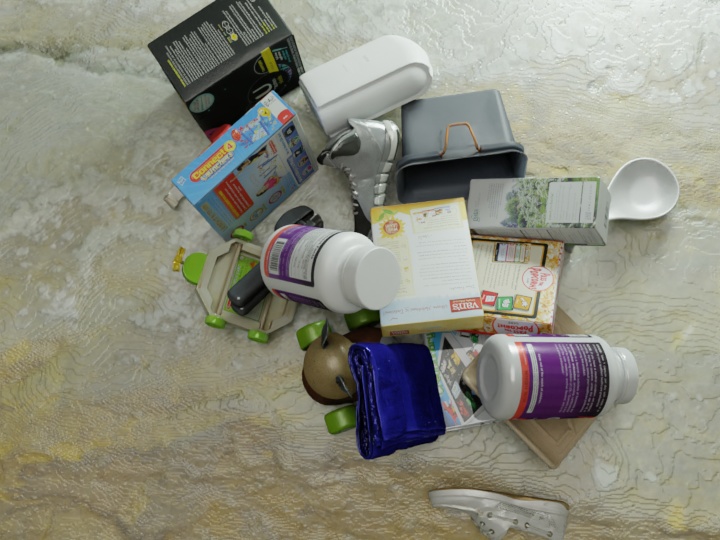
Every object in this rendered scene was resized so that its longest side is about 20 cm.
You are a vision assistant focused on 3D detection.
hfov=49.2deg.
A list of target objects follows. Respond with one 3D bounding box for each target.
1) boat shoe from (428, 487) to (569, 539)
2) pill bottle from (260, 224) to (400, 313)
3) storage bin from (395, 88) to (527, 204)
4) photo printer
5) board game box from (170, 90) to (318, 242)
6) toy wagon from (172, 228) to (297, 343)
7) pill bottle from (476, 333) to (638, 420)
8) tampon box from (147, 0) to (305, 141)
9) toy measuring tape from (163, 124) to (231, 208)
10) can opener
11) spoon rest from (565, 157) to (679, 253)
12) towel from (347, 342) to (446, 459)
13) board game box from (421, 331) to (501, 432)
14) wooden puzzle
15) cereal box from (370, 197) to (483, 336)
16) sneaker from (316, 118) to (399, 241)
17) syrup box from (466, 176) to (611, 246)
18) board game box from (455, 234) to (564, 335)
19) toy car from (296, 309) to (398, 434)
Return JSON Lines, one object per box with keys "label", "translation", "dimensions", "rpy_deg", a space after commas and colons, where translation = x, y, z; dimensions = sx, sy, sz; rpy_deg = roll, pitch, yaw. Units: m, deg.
{"label": "boat shoe", "translation": [0.191, 0.347, 1.104], "dimensions": [0.198, 0.071, 0.070], "rpy_deg": [7, 75, 6]}
{"label": "pill bottle", "translation": [-0.041, -0.001, 1.088], "dimensions": [0.199, 0.111, 0.112], "rpy_deg": [11, 74, 48]}
{"label": "storage bin", "translation": [0.146, -0.202, 1.217], "dimensions": [0.198, 0.146, 0.135], "rpy_deg": [-8, 65, 4]}
{"label": "photo printer", "translation": [0.012, -0.300, 1.244], "dimensions": [0.199, 0.070, 0.167], "rpy_deg": [-25, 35, 0]}
{"label": "board game box", "translation": [-0.167, -0.147, 1.194], "dimensions": [0.196, 0.200, 0.056], "rpy_deg": [-43, 74, -6]}
{"label": "toy wagon", "translation": [-0.190, 0.016, 1.200], "dimensions": [0.199, 0.040, 0.156], "rpy_deg": [20, 71, -14]}
{"label": "pill bottle", "translation": [0.264, 0.142, 1.055], "dimensions": [0.198, 0.112, 0.113], "rpy_deg": [2, 76, -13]}
{"label": "tampon box", "translation": [-0.209, -0.335, 1.270], "dimensions": [0.199, 0.150, 0.127], "rpy_deg": [-34, 75, -3]}
{"label": "toy measuring tape", "translation": [-0.235, -0.174, 1.271], "dimensions": [0.074, 0.074, 0.200], "rpy_deg": [42, 81, 13]}
{"label": "can opener", "translation": [-0.133, -0.021, 1.189], "dimensions": [0.067, 0.054, 0.200], "rpy_deg": [34, 64, 24]}
{"label": "spoon rest", "translation": [0.395, -0.099, 1.200], "dimensions": [0.199, 0.061, 0.100], "rpy_deg": [-33, 76, -2]}
{"label": "towel", "translation": [0.056, 0.171, 1.073], "dimensions": [0.049, 0.200, 0.149], "rpy_deg": [-10, 80, 29]}
{"label": "board game box", "translation": [0.163, 0.131, 1.179], "dimensions": [0.125, 0.035, 0.202], "rpy_deg": [-10, 76, 2]}
{"label": "wooden puzzle", "translation": [0.263, 0.155, 1.137], "dimensions": [0.185, 0.046, 0.200], "rpy_deg": [45, 66, 4]}
{"label": "cereal box", "translation": [0.091, -0.007, 1.122], "dimensions": [0.143, 0.040, 0.201], "rpy_deg": [-5, 59, 2]}
{"label": "sneaker", "translation": [-0.017, -0.138, 1.204], "dimensions": [0.115, 0.075, 0.202], "rpy_deg": [8, 102, -16]}
{"label": "syrup box", "translation": [0.261, -0.087, 1.168], "dimensions": [0.199, 0.081, 0.079], "rpy_deg": [2, 74, 30]}
{"label": "board game box", "translation": [0.189, 0.020, 1.151], "dimensions": [0.198, 0.046, 0.152], "rpy_deg": [6, 54, 19]}
{"label": "toy car", "translation": [-0.018, 0.129, 1.112], "dimensions": [0.157, 0.200, 0.165], "rpy_deg": [-21, 75, 0]}
